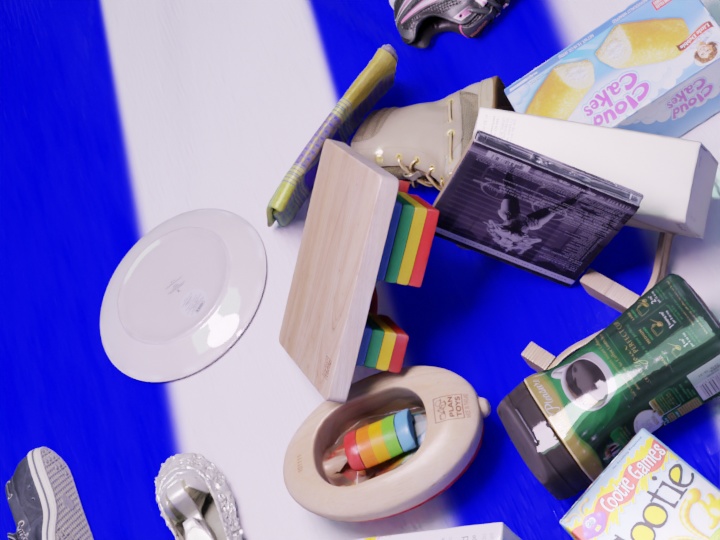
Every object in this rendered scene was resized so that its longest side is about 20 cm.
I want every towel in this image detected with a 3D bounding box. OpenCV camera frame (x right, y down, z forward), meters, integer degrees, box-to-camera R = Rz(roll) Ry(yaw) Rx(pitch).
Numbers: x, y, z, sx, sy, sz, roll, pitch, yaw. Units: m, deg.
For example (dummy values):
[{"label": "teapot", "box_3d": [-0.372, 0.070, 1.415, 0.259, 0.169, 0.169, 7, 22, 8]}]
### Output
[{"label": "towel", "box_3d": [-0.027, -0.129, 1.830, 0.023, 0.144, 0.201, 36, 82, 3]}]

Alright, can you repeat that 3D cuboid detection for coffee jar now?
[{"label": "coffee jar", "box_3d": [0.217, 0.100, 1.564, 0.199, 0.085, 0.105, -35, 53, 5]}]

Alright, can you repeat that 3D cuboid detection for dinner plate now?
[{"label": "dinner plate", "box_3d": [-0.186, 0.019, 1.897, 0.199, 0.024, 0.202, -15, 56, 22]}]

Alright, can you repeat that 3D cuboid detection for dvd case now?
[{"label": "dvd case", "box_3d": [0.142, -0.050, 1.596, 0.147, 0.200, 0.016, 21, 67, -3]}]

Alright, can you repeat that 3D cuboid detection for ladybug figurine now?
[{"label": "ladybug figurine", "box_3d": [0.028, 0.159, 1.647, 0.198, 0.072, 0.137, -20, 52, 20]}]

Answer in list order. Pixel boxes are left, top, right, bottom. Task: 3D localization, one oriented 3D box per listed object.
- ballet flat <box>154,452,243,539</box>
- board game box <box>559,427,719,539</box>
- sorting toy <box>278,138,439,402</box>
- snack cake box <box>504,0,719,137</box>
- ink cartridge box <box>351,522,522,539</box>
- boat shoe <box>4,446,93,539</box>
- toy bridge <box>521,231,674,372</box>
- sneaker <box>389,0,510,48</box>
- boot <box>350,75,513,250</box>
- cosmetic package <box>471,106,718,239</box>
[{"label": "ballet flat", "box_3d": [-0.146, 0.231, 1.711, 0.072, 0.072, 0.201, -37, 48, 5]}, {"label": "board game box", "box_3d": [0.268, 0.233, 1.437, 0.103, 0.105, 0.200, -47, 49, -3]}, {"label": "sorting toy", "box_3d": [0.000, 0.000, 1.691, 0.199, 0.069, 0.202, -139, 60, -70]}, {"label": "snack cake box", "box_3d": [0.248, -0.168, 1.728, 0.199, 0.067, 0.115, -33, 49, 9]}, {"label": "ink cartridge box", "box_3d": [0.048, 0.304, 1.495, 0.198, 0.145, 0.148, -10, 57, 26]}, {"label": "boat shoe", "box_3d": [-0.299, 0.257, 1.783, 0.062, 0.075, 0.201, -37, 44, 11]}, {"label": "toy bridge", "box_3d": [0.225, 0.023, 1.646, 0.067, 0.027, 0.200, 31, 79, 39]}, {"label": "sneaker", "box_3d": [0.122, -0.278, 1.879, 0.199, 0.080, 0.087, -20, 64, 29]}, {"label": "boot", "box_3d": [0.063, -0.092, 1.781, 0.154, 0.073, 0.201, -10, 50, 24]}, {"label": "cosmetic package", "box_3d": [0.201, -0.085, 1.619, 0.198, 0.103, 0.074, 12, 87, 22]}]
